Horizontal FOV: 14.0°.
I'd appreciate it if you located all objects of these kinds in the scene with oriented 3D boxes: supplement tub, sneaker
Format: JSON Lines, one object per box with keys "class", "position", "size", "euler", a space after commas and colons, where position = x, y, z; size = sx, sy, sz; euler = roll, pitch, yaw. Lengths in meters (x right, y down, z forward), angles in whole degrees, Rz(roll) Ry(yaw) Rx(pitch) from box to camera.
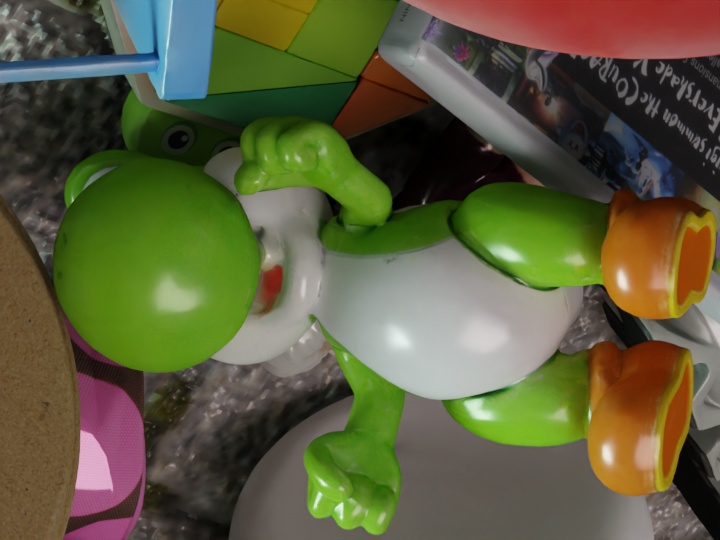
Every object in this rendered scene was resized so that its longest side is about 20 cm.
{"class": "supplement tub", "position": [0.032, 0.154, 1.039], "size": [0.145, 0.145, 0.200], "euler": [-17, 131, -14]}
{"class": "sneaker", "position": [0.148, 0.045, 1.046], "size": [0.088, 0.074, 0.200], "euler": [-32, 148, -7]}

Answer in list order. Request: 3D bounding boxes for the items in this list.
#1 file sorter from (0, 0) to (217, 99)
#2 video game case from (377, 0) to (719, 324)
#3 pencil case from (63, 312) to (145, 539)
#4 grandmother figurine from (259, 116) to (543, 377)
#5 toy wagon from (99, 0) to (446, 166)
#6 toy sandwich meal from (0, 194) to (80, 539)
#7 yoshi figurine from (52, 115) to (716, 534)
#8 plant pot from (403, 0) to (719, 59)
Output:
{"class": "file sorter", "position": [-0.104, -0.159, 0.732], "size": [0.123, 0.139, 0.200], "euler": [-5, 127, -19]}
{"class": "video game case", "position": [0.111, -0.095, 0.902], "size": [0.200, 0.023, 0.182], "euler": [36, 77, -39]}
{"class": "pencil case", "position": [-0.166, 0.057, 0.911], "size": [0.200, 0.091, 0.094], "euler": [3, 155, -26]}
{"class": "grandmother figurine", "position": [0.051, -0.021, 0.962], "size": [0.200, 0.061, 0.121], "euler": [-24, 143, -10]}
{"class": "toy wagon", "position": [-0.016, -0.091, 0.894], "size": [0.155, 0.040, 0.200], "euler": [17, 116, -35]}
{"class": "toy sandwich meal", "position": [-0.170, 0.043, 0.813], "size": [0.205, 0.205, 0.070], "euler": [20, 159, -36]}
{"class": "yoshi figurine", "position": [-0.005, 0.009, 0.849], "size": [0.200, 0.112, 0.112], "euler": [10, 156, 17]}
{"class": "plant pot", "position": [0.070, -0.183, 0.719], "size": [0.200, 0.200, 0.183], "euler": [-18, 139, -13]}
